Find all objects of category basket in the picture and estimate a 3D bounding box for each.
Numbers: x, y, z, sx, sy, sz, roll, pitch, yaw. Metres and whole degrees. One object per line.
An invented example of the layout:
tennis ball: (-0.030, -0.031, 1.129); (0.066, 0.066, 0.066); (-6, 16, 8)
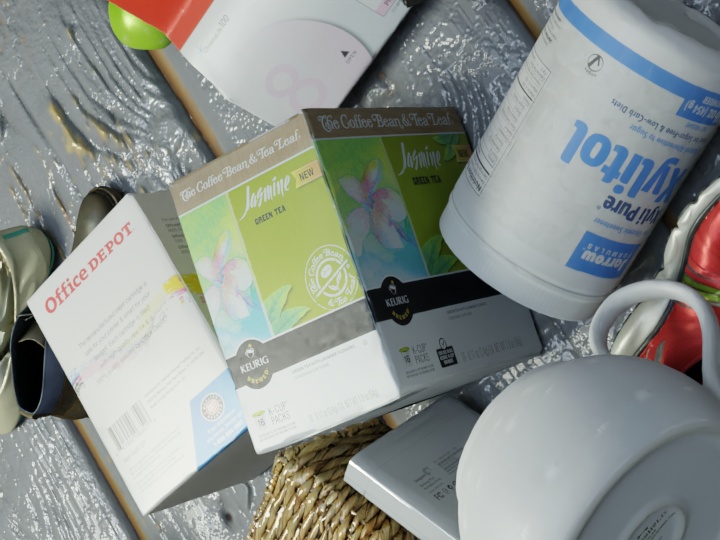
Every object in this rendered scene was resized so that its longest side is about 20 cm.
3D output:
basket: (0.003, 0.233, 1.154); (0.149, 0.142, 0.202); (38, 121, 31)

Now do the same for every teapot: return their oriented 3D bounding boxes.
teapot: (0.132, 0.124, 0.966); (0.146, 0.198, 0.200); (39, 133, 43)

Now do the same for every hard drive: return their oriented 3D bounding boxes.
hard drive: (0.103, 0.169, 1.084); (0.199, 0.131, 0.027); (34, 123, 23)

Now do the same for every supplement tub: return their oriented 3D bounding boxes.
supplement tub: (0.151, -0.084, 1.031); (0.132, 0.131, 0.201); (39, 115, 24)

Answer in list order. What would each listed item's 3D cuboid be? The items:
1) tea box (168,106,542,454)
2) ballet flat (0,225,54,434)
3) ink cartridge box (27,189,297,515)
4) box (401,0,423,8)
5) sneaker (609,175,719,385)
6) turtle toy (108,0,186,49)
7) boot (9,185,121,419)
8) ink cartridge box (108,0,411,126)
tea box: (0.000, 0.000, 1.101); (0.133, 0.199, 0.199); (-25, 82, 33)
ballet flat: (-0.327, 0.056, 1.410); (0.069, 0.069, 0.203); (22, 107, 30)
ink cartridge box: (-0.129, 0.056, 1.227); (0.147, 0.144, 0.201); (-40, 73, 30)
box: (0.056, -0.305, 1.047); (0.162, 0.086, 0.201); (-20, 115, 34)
sneaker: (0.237, 0.017, 1.012); (0.085, 0.076, 0.202); (49, 131, 38)
turtle toy: (-0.149, -0.263, 1.232); (0.146, 0.100, 0.201); (48, 119, 27)
boot: (-0.242, 0.032, 1.330); (0.074, 0.096, 0.203); (8, 100, 33)
ink cartridge box: (-0.075, -0.205, 1.148); (0.163, 0.198, 0.057); (-51, 29, 27)
